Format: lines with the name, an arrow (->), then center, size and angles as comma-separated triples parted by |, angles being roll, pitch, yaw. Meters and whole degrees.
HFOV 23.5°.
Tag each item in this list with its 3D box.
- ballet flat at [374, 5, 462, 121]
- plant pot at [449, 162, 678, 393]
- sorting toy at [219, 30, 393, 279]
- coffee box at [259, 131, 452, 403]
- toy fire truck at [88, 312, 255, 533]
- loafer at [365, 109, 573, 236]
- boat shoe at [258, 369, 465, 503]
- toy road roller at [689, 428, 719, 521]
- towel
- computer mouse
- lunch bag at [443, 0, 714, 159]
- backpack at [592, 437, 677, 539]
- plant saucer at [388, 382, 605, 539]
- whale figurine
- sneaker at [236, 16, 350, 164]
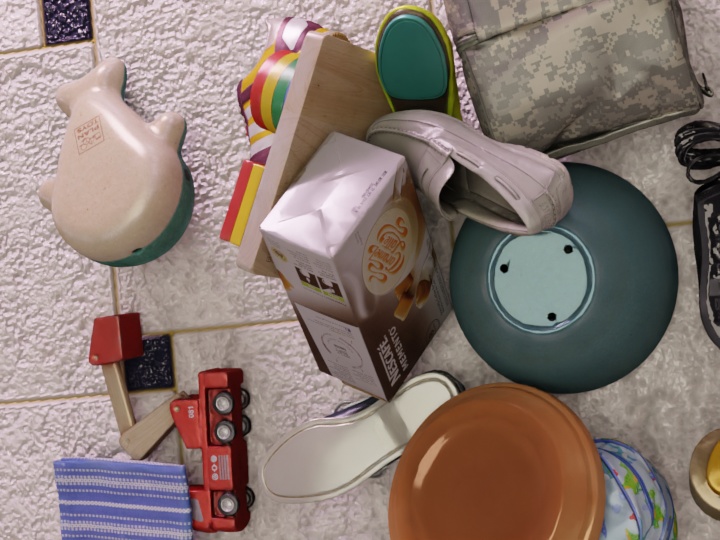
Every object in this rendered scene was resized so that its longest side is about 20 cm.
ballet flat -> 0.055, -0.156, 1.466 | 0.066, 0.067, 0.201 | 2, 135, 16
plant pot -> 0.162, 0.007, 1.451 | 0.198, 0.135, 0.202 | 0, 90, 14
sorting toy -> -0.034, -0.094, 1.479 | 0.069, 0.199, 0.201 | 21, 95, 31
coffee box -> 0.000, 0.000, 1.441 | 0.079, 0.201, 0.115 | 21, 60, 30
toy fire truck -> -0.173, 0.139, 1.585 | 0.140, 0.049, 0.202 | -2, 91, 17
loafer -> 0.077, -0.078, 1.403 | 0.199, 0.070, 0.070 | 20, 137, 36
boat shoe -> 0.003, 0.146, 1.532 | 0.199, 0.062, 0.075 | -33, 80, 10
toy road roller -> 0.376, 0.151, 1.406 | 0.198, 0.123, 0.147 | 18, 80, 14
towel -> -0.215, 0.273, 1.584 | 0.143, 0.024, 0.202 | 1, 99, 26
computer mouse -> 0.329, -0.022, 1.451 | 0.137, 0.053, 0.202 | 2, 83, 6
lunch bag -> 0.176, -0.182, 1.439 | 0.198, 0.139, 0.169 | -18, 80, 9
backpack -> 0.170, 0.226, 1.455 | 0.199, 0.154, 0.164 | -25, 64, 1
plant saucer -> 0.103, 0.187, 1.414 | 0.199, 0.037, 0.202 | -14, 64, 31
whale figurine -> -0.219, -0.094, 1.586 | 0.158, 0.104, 0.201 | -29, 59, 14
sneaker -> -0.074, -0.126, 1.554 | 0.090, 0.075, 0.202 | 22, 96, 31
